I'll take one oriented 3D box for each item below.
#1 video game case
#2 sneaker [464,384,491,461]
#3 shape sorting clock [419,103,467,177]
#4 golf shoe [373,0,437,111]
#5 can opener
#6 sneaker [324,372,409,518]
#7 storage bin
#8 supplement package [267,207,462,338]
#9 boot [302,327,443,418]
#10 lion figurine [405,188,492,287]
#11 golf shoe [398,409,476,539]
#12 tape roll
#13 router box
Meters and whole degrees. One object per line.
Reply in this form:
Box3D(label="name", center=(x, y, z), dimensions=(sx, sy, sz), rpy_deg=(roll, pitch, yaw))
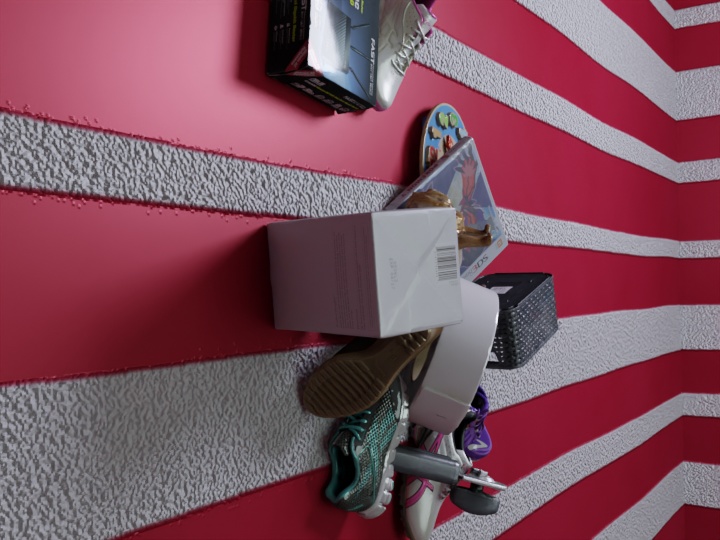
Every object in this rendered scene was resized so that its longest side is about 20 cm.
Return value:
Box3D(label="video game case", center=(0.135, -0.064, 1.222), dimensions=(0.182, 0.023, 0.203), rpy_deg=(-42, 125, -23))
Box3D(label="sneaker", center=(0.167, 0.225, 1.264), dimensions=(0.081, 0.082, 0.202), rpy_deg=(-61, 137, -37))
Box3D(label="shape sorting clock", center=(0.138, -0.156, 1.274), dimensions=(0.198, 0.038, 0.206), rpy_deg=(3, 87, -57))
Box3D(label="golf shoe", center=(0.053, -0.313, 1.104), dimensions=(0.075, 0.090, 0.205), rpy_deg=(31, 65, -53))
Box3D(label="can opener", center=(0.107, 0.286, 1.109), dimensions=(0.195, 0.053, 0.069), rpy_deg=(17, 84, -15))
Box3D(label="sneaker", center=(0.004, 0.205, 1.021), dimensions=(0.090, 0.076, 0.206), rpy_deg=(16, 77, -47))
Box3D(label="storage bin", center=(0.223, 0.075, 1.307), dimensions=(0.199, 0.132, 0.096), rpy_deg=(-29, 113, -53))
Box3D(label="supplement package", center=(0.000, 0.000, 0.888), dimensions=(0.118, 0.198, 0.125), rpy_deg=(-7, 94, -38))
Box3D(label="boot", center=(0.025, 0.094, 1.009), dimensions=(0.073, 0.198, 0.166), rpy_deg=(53, 17, -5))
Box3D(label="lion figurine", center=(0.120, -0.016, 1.157), dimensions=(0.073, 0.119, 0.205), rpy_deg=(-80, 172, -62))
Box3D(label="golf shoe", center=(0.110, 0.285, 1.165), dimensions=(0.072, 0.090, 0.205), rpy_deg=(40, 58, -54))
Box3D(label="tape roll", center=(0.115, 0.112, 1.097), dimensions=(0.202, 0.069, 0.207), rpy_deg=(-158, -91, -86))
Box3D(label="router box", center=(-0.039, -0.310, 0.985), dimensions=(0.149, 0.061, 0.206), rpy_deg=(12, 78, -57))
